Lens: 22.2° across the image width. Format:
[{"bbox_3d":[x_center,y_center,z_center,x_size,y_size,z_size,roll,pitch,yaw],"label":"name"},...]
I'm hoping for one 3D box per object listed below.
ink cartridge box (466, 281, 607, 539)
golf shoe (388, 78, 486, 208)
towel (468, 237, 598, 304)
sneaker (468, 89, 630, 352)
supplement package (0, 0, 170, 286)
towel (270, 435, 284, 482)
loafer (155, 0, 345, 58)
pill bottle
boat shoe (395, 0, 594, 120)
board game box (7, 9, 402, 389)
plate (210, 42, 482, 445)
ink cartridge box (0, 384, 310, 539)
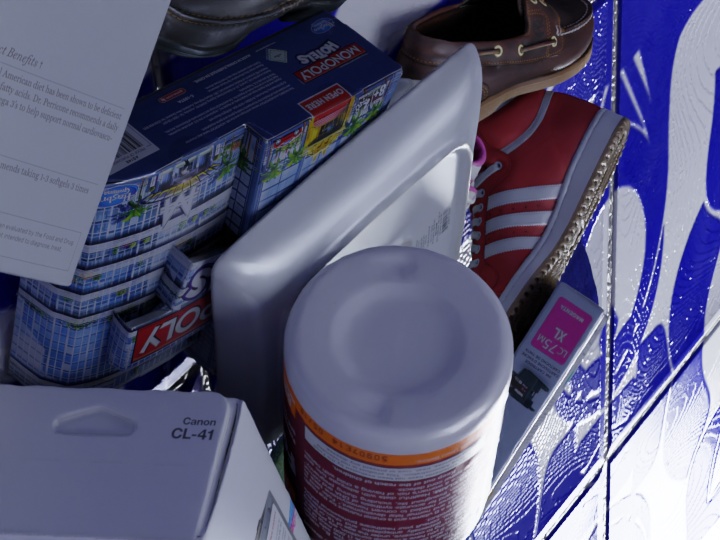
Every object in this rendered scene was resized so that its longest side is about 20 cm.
[{"bbox_3d":[0.091,0.103,1.176,0.201,0.042,0.119,-60,170,1],"label":"ink cartridge box"},{"bbox_3d":[0.037,-0.037,1.122,0.201,0.090,0.076,74,8,-49],"label":"golf shoe"},{"bbox_3d":[0.114,0.025,1.316,0.200,0.049,0.149,-51,136,-50],"label":"towel"},{"bbox_3d":[0.084,-0.034,1.193,0.201,0.112,0.071,-60,165,-16],"label":"sneaker"},{"bbox_3d":[-0.157,-0.112,0.731,0.117,0.116,0.202,17,94,-60],"label":"supplement package"},{"bbox_3d":[-0.050,0.176,1.155,0.201,0.030,0.150,-62,149,-36],"label":"towel"},{"bbox_3d":[-0.049,-0.158,0.911,0.073,0.072,0.200,61,35,-3],"label":"loafer"},{"bbox_3d":[0.015,0.087,0.960,0.114,0.113,0.201,-51,161,-29],"label":"pill bottle"},{"bbox_3d":[0.092,-0.150,1.176,0.200,0.070,0.071,-34,137,-46],"label":"boat shoe"},{"bbox_3d":[-0.083,-0.008,0.940,0.199,0.062,0.201,-32,150,-39],"label":"board game box"},{"bbox_3d":[0.000,0.000,0.994,0.200,0.032,0.200,-42,156,-26],"label":"plate"},{"bbox_3d":[-0.108,0.149,0.937,0.201,0.146,0.086,68,28,-51],"label":"ink cartridge box"}]
